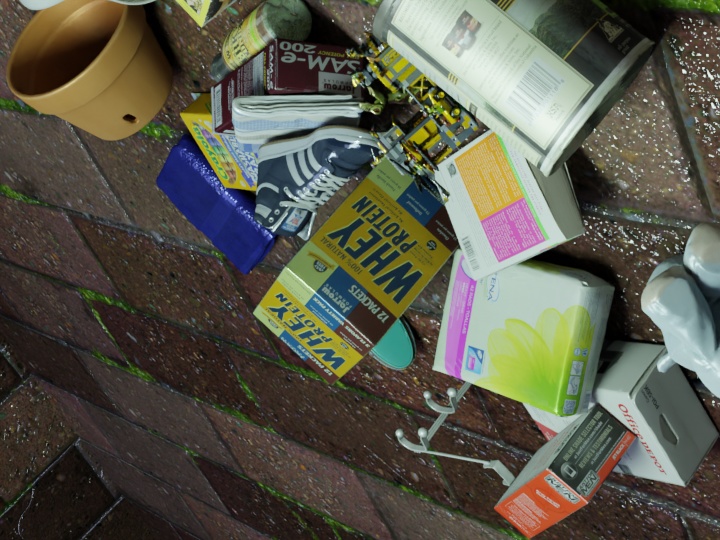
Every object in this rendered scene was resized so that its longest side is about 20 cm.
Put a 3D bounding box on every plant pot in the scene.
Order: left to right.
[{"bbox_3d":[-0.340,-0.264,1.705,0.199,0.201,0.140,19,161,42],"label":"plant pot"}]

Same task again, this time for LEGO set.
[{"bbox_3d":[0.033,-0.158,1.291,0.154,0.116,0.200,44,-167,-22],"label":"LEGO set"}]

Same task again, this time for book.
[{"bbox_3d":[0.148,-0.073,1.357,0.200,0.048,0.134,-27,82,65],"label":"book"}]

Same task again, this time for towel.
[{"bbox_3d":[-0.204,-0.098,1.906,0.200,0.050,0.148,45,148,0],"label":"towel"},{"bbox_3d":[-0.072,-0.161,1.482,0.146,0.024,0.200,0,171,-4],"label":"towel"}]

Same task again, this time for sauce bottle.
[{"bbox_3d":[-0.122,-0.259,1.514,0.065,0.065,0.200,49,154,-9],"label":"sauce bottle"}]

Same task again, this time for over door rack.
[{"bbox_3d":[0.149,0.178,1.673,0.199,0.148,0.067,11,144,50],"label":"over door rack"}]

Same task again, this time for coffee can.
[{"bbox_3d":[0.131,-0.199,1.130,0.200,0.146,0.147,41,154,7],"label":"coffee can"}]

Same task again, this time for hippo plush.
[{"bbox_3d":[0.350,0.045,1.226,0.201,0.159,0.161,61,-176,-2],"label":"hippo plush"}]

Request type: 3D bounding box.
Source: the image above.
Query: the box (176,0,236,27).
[{"bbox_3d":[-0.146,-0.346,1.410,0.050,0.075,0.200,45,156,4],"label":"box"}]

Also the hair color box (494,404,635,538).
[{"bbox_3d":[0.229,0.233,1.493,0.061,0.102,0.200,40,156,7],"label":"hair color box"}]

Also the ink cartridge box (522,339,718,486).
[{"bbox_3d":[0.289,0.156,1.502,0.199,0.083,0.147,4,134,54],"label":"ink cartridge box"}]

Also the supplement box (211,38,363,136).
[{"bbox_3d":[-0.087,-0.202,1.488,0.200,0.108,0.061,-17,73,61],"label":"supplement box"}]

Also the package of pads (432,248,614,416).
[{"bbox_3d":[0.180,0.061,1.460,0.199,0.068,0.156,18,100,44],"label":"package of pads"}]

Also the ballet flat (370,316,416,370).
[{"bbox_3d":[0.003,0.053,1.813,0.200,0.074,0.074,50,154,-7],"label":"ballet flat"}]

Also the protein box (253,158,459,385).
[{"bbox_3d":[0.000,0.000,1.551,0.135,0.200,0.199,41,156,0],"label":"protein box"}]

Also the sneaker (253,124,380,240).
[{"bbox_3d":[-0.049,-0.095,1.458,0.070,0.109,0.199,18,164,-38],"label":"sneaker"}]

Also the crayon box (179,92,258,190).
[{"bbox_3d":[-0.155,-0.168,1.716,0.199,0.052,0.126,11,138,51],"label":"crayon box"}]

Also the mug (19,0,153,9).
[{"bbox_3d":[-0.308,-0.368,1.472,0.175,0.200,0.148,27,161,50],"label":"mug"}]
